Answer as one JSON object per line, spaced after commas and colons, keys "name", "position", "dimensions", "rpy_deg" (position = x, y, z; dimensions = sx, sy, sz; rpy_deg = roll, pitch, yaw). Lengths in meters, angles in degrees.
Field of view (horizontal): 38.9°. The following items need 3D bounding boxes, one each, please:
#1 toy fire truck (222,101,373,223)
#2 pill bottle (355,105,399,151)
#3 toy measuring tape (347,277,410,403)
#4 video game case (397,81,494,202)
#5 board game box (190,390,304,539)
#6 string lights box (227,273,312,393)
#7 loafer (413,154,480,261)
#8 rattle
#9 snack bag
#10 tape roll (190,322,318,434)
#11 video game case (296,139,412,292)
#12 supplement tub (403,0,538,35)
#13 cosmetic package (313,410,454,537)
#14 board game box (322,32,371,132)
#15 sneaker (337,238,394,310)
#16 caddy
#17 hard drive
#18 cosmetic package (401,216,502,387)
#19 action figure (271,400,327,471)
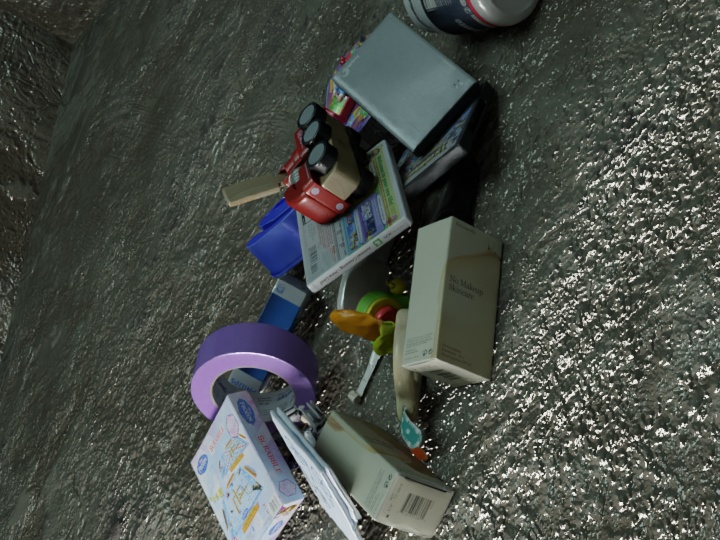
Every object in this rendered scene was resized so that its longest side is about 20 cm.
{"name": "toy fire truck", "position": [-0.099, -0.136, 1.541], "dimensions": [0.200, 0.128, 0.177], "rpy_deg": [-46, 33, 23]}
{"name": "pill bottle", "position": [0.021, -0.251, 1.698], "dimensions": [0.200, 0.116, 0.117], "rpy_deg": [-37, 42, 41]}
{"name": "toy measuring tape", "position": [0.011, 0.100, 1.533], "dimensions": [0.202, 0.073, 0.073], "rpy_deg": [-64, 31, 5]}
{"name": "video game case", "position": [0.109, -0.177, 1.531], "dimensions": [0.200, 0.025, 0.181], "rpy_deg": [-38, 17, 41]}
{"name": "board game box", "position": [-0.182, 0.328, 1.600], "dimensions": [0.200, 0.041, 0.201], "rpy_deg": [58, 136, 26]}
{"name": "string lights box", "position": [-0.151, 0.110, 1.746], "dimensions": [0.201, 0.059, 0.103], "rpy_deg": [-63, -3, 6]}
{"name": "loafer", "position": [0.121, -0.075, 1.484], "dimensions": [0.071, 0.073, 0.202], "rpy_deg": [-17, 47, 55]}
{"name": "rattle", "position": [0.025, 0.154, 1.397], "dimensions": [0.130, 0.141, 0.202], "rpy_deg": [123, 151, -80]}
{"name": "snack bag", "position": [-0.047, 0.301, 1.411], "dimensions": [0.021, 0.201, 0.188], "rpy_deg": [-33, 29, -14]}
{"name": "tape roll", "position": [-0.167, 0.175, 1.626], "dimensions": [0.200, 0.199, 0.066], "rpy_deg": [-43, 27, 34]}
{"name": "video game case", "position": [-0.014, -0.083, 1.508], "dimensions": [0.181, 0.022, 0.201], "rpy_deg": [-35, 36, 18]}
{"name": "supplement tub", "position": [0.169, -0.439, 1.566], "dimensions": [0.199, 0.139, 0.142], "rpy_deg": [10, 79, 59]}
{"name": "cosmetic package", "position": [0.026, 0.270, 1.370], "dimensions": [0.200, 0.105, 0.072], "rpy_deg": [32, 96, 57]}
{"name": "board game box", "position": [-0.026, -0.300, 1.650], "dimensions": [0.158, 0.039, 0.202], "rpy_deg": [-32, 44, 45]}
{"name": "sneaker", "position": [0.000, 0.000, 1.622], "dimensions": [0.088, 0.075, 0.202], "rpy_deg": [-23, 42, 53]}
{"name": "caddy", "position": [-0.106, -0.068, 1.790], "dimensions": [0.199, 0.105, 0.142], "rpy_deg": [-35, 21, 39]}
{"name": "hard drive", "position": [0.066, -0.282, 1.541], "dimensions": [0.140, 0.033, 0.200], "rpy_deg": [-47, 61, 4]}
{"name": "cosmetic package", "position": [0.124, 0.043, 1.363], "dimensions": [0.073, 0.103, 0.202], "rpy_deg": [-19, 57, 50]}
{"name": "action figure", "position": [-0.084, 0.269, 1.551], "dimensions": [0.200, 0.069, 0.131], "rpy_deg": [-33, 79, 57]}
